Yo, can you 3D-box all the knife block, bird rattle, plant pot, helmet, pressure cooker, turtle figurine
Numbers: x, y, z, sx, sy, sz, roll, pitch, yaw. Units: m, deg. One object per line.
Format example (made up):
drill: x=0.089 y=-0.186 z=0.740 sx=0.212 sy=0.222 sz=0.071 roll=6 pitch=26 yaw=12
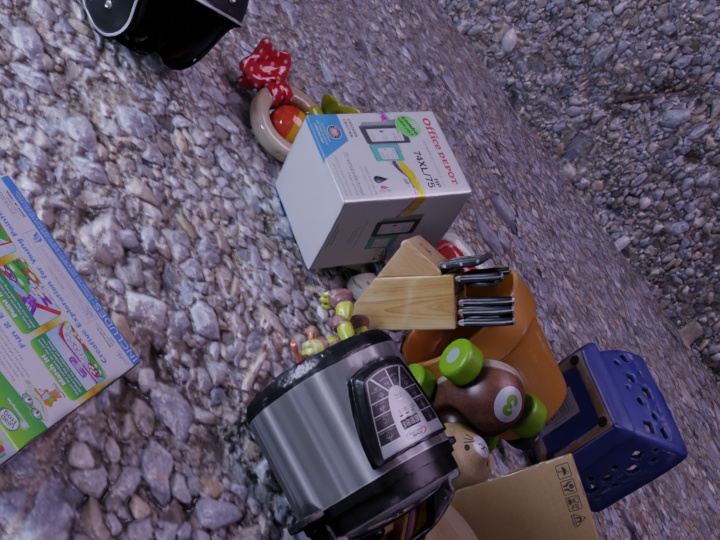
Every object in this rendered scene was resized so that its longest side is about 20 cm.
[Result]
knife block: x=0.100 y=0.049 z=1.419 sx=0.175 sy=0.201 sz=0.064 roll=44 pitch=19 yaw=10
bird rattle: x=-0.099 y=-0.228 z=1.588 sx=0.200 sy=0.112 sz=0.164 roll=41 pitch=41 yaw=-26
plant pot: x=0.188 y=0.129 z=1.540 sx=0.184 sy=0.199 sz=0.201 roll=51 pitch=21 yaw=-16
plant pot: x=0.369 y=0.245 z=1.763 sx=0.179 sy=0.200 sz=0.202 roll=24 pitch=37 yaw=-42
helmet: x=-0.230 y=-0.361 z=1.354 sx=0.200 sy=0.190 sz=0.201 roll=44 pitch=23 yaw=-24
pressure cooker: x=0.002 y=0.181 z=1.089 sx=0.202 sy=0.174 sz=0.179 roll=61 pitch=5 yaw=12
turtle figurine: x=-0.015 y=0.096 z=1.329 sx=0.200 sy=0.064 sz=0.162 roll=41 pitch=25 yaw=-34

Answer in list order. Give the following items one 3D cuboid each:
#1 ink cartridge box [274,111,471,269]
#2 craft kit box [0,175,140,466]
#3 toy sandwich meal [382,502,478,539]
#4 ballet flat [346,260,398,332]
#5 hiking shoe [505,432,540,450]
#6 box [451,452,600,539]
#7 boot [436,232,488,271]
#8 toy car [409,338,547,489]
ink cartridge box: x=0.015 y=-0.109 z=1.472 sx=0.197 sy=0.147 sz=0.148 roll=-7 pitch=58 yaw=-30
craft kit box: x=-0.285 y=0.033 z=0.863 sx=0.201 sy=0.048 sz=0.197 roll=55 pitch=18 yaw=-2
toy sandwich meal: x=0.084 y=0.341 z=1.175 sx=0.205 sy=0.070 sz=0.206 roll=45 pitch=23 yaw=-25
ballet flat: x=0.000 y=0.000 z=1.525 sx=0.074 sy=0.074 sz=0.202 roll=22 pitch=37 yaw=-55
hiking shoe: x=0.192 y=0.188 z=1.660 sx=0.100 sy=0.076 sz=0.201 roll=2 pitch=48 yaw=-51
box: x=0.196 y=0.330 z=1.253 sx=0.021 sy=0.161 sz=0.203 roll=17 pitch=55 yaw=-75
boot: x=0.164 y=0.054 z=1.717 sx=0.200 sy=0.072 sz=0.144 roll=42 pitch=52 yaw=0
toy car: x=0.135 y=0.223 z=1.379 sx=0.164 sy=0.157 sz=0.202 roll=39 pitch=38 yaw=-28
